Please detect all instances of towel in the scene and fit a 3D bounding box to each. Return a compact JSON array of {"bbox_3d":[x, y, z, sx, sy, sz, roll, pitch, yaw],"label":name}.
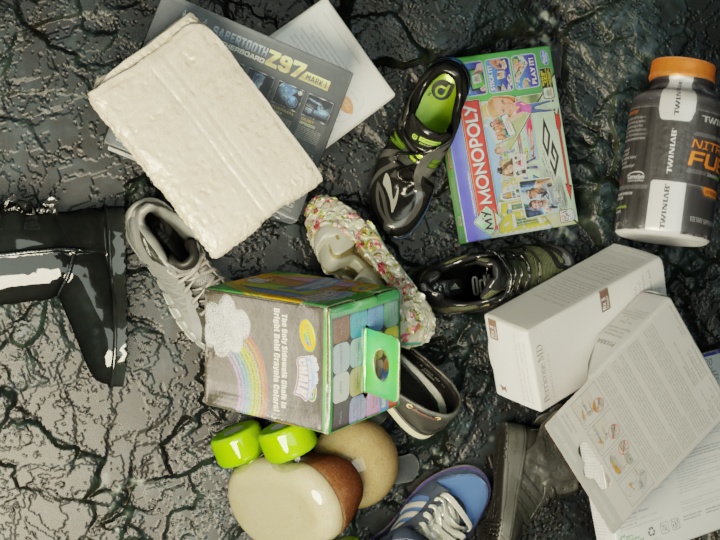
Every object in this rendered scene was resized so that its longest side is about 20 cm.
[{"bbox_3d":[-0.144,-0.124,1.204,0.132,0.034,0.200,-38,97,-9],"label":"towel"}]

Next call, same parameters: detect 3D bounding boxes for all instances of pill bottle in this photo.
[{"bbox_3d":[0.344,-0.132,1.442,0.106,0.106,0.200,8,87,-14],"label":"pill bottle"}]

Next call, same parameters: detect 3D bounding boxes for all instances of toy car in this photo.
[{"bbox_3d":[-0.024,0.204,1.351,0.200,0.158,0.165,-29,101,-42],"label":"toy car"}]

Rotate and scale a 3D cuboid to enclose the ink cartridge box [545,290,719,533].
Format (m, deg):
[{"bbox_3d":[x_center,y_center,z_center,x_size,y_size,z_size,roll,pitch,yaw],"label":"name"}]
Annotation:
[{"bbox_3d":[0.281,0.145,1.362,0.200,0.057,0.163,-40,113,-15],"label":"ink cartridge box"}]

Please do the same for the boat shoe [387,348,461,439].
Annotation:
[{"bbox_3d":[0.021,0.089,1.362,0.201,0.063,0.074,43,48,-2],"label":"boat shoe"}]

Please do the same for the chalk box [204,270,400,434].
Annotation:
[{"bbox_3d":[-0.038,0.078,1.265,0.124,0.200,0.125,-14,109,-54],"label":"chalk box"}]

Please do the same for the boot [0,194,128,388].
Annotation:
[{"bbox_3d":[-0.313,0.020,1.291,0.162,0.073,0.199,-2,82,-16],"label":"boot"}]

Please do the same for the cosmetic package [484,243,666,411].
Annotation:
[{"bbox_3d":[0.232,0.058,1.389,0.200,0.074,0.102,-28,119,-29],"label":"cosmetic package"}]

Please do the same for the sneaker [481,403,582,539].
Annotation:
[{"bbox_3d":[0.196,0.236,1.419,0.104,0.060,0.200,10,80,-11],"label":"sneaker"}]

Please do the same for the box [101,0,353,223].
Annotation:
[{"bbox_3d":[-0.126,-0.153,1.252,0.200,0.051,0.158,21,84,-11],"label":"box"}]

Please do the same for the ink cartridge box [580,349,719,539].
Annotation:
[{"bbox_3d":[0.331,0.201,1.441,0.199,0.041,0.200,-9,91,-30],"label":"ink cartridge box"}]

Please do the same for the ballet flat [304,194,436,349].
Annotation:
[{"bbox_3d":[0.000,0.000,1.336,0.200,0.076,0.064,47,38,18],"label":"ballet flat"}]

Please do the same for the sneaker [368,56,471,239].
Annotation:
[{"bbox_3d":[0.058,-0.131,1.370,0.071,0.083,0.200,23,97,5],"label":"sneaker"}]

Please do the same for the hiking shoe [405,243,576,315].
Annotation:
[{"bbox_3d":[0.147,0.014,1.391,0.200,0.101,0.076,-12,91,-14],"label":"hiking shoe"}]

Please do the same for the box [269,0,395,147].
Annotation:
[{"bbox_3d":[-0.086,-0.165,1.339,0.200,0.097,0.124,-37,97,-12],"label":"box"}]

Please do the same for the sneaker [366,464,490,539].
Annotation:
[{"bbox_3d":[0.073,0.282,1.343,0.200,0.146,0.081,-36,97,-12],"label":"sneaker"}]

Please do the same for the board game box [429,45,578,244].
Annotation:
[{"bbox_3d":[0.158,-0.138,1.435,0.134,0.029,0.200,-10,91,-15],"label":"board game box"}]

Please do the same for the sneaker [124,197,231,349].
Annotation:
[{"bbox_3d":[-0.165,0.013,1.306,0.075,0.115,0.200,-41,98,-11],"label":"sneaker"}]
